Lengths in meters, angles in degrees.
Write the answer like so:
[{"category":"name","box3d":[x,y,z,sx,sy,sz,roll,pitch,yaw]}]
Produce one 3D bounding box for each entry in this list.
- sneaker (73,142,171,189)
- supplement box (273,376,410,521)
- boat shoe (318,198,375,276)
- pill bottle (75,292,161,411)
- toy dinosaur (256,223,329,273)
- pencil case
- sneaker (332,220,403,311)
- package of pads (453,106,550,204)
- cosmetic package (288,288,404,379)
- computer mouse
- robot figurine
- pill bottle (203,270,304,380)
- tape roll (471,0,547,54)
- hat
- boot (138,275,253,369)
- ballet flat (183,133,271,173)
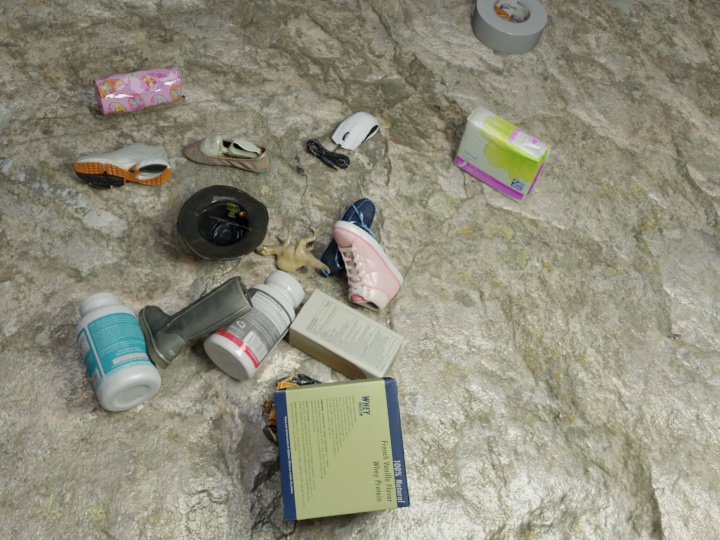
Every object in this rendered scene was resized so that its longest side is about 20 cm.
[{"category":"sneaker","box3d":[-0.510,-0.232,1.559,0.197,0.076,0.093,-1,49,-18]},{"category":"supplement box","box3d":[-0.031,0.284,1.189,0.197,0.134,0.203,-6,84,-2]},{"category":"boat shoe","box3d":[-0.010,-0.067,1.511,0.084,0.068,0.202,38,62,-27]},{"category":"pill bottle","box3d":[-0.438,0.139,1.294,0.110,0.111,0.201,-20,62,-20]},{"category":"toy dinosaur","box3d":[-0.124,-0.037,1.491,0.198,0.058,0.102,17,60,25]},{"category":"pencil case","box3d":[-0.507,-0.416,1.668,0.198,0.088,0.088,-18,61,-20]},{"category":"sneaker","box3d":[0.000,0.000,1.428,0.200,0.075,0.105,48,62,-29]},{"category":"package of pads","box3d":[0.317,-0.262,1.645,0.199,0.155,0.068,32,58,13]},{"category":"cosmetic package","box3d":[-0.028,0.133,1.383,0.198,0.071,0.106,29,58,11]},{"category":"computer mouse","box3d":[-0.028,-0.319,1.698,0.109,0.044,0.200,33,58,14]},{"category":"robot figurine","box3d":[-0.078,0.257,1.301,0.197,0.058,0.147,13,58,-1]},{"category":"pill bottle","box3d":[-0.191,0.097,1.359,0.110,0.111,0.201,30,57,12]},{"category":"tape roll","box3d":[0.407,-0.687,1.992,0.197,0.066,0.203,4,56,-6]},{"category":"hat","box3d":[-0.282,-0.077,1.481,0.198,0.081,0.203,8,49,-10]},{"category":"boot","box3d":[-0.299,0.070,1.319,0.199,0.073,0.182,-41,43,1]},{"category":"ballet flat","box3d":[-0.294,-0.269,1.610,0.197,0.068,0.069,8,55,-3]}]
